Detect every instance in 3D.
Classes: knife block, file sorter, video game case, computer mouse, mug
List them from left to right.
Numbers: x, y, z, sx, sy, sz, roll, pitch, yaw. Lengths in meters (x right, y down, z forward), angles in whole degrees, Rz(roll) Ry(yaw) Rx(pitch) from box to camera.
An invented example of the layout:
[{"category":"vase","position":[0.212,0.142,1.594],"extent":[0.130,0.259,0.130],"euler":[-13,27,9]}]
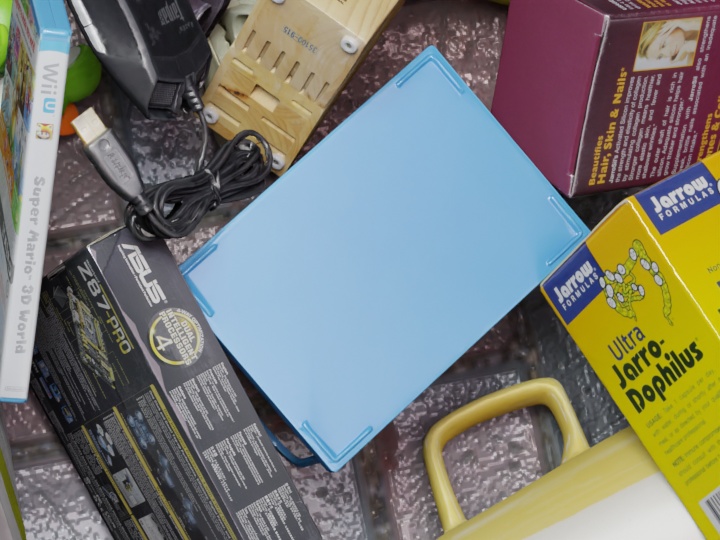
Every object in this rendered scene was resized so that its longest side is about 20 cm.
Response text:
[{"category":"video game case","position":[-0.175,-0.052,1.336],"extent":[0.018,0.143,0.201],"euler":[4,113,-13]},{"category":"computer mouse","position":[-0.128,-0.108,1.338],"extent":[0.201,0.046,0.140],"euler":[64,32,-13]},{"category":"knife block","position":[0.000,-0.168,1.426],"extent":[0.064,0.200,0.176],"euler":[35,52,0]},{"category":"file sorter","position":[0.000,0.000,1.456],"extent":[0.200,0.123,0.139],"euler":[-42,93,-15]},{"category":"mug","position":[0.109,0.176,1.469],"extent":[0.152,0.187,0.150],"euler":[-22,125,-6]}]

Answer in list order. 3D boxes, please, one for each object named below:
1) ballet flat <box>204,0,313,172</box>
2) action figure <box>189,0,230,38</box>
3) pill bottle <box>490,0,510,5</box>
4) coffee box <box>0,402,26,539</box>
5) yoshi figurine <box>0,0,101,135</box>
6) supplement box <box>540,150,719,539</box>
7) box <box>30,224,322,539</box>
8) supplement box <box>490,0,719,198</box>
[{"category":"ballet flat","position":[-0.071,-0.157,1.490],"extent":[0.069,0.069,0.201],"euler":[-17,87,-15]},{"category":"action figure","position":[-0.169,-0.189,1.432],"extent":[0.199,0.130,0.070],"euler":[33,118,4]},{"category":"pill bottle","position":[0.048,-0.223,1.502],"extent":[0.199,0.112,0.113],"euler":[13,80,-11]},{"category":"coffee box","position":[-0.286,0.071,1.296],"extent":[0.198,0.200,0.199],"euler":[-13,59,-5]},{"category":"yoshi figurine","position":[-0.235,-0.100,1.420],"extent":[0.112,0.112,0.200],"euler":[36,48,26]},{"category":"supplement box","position":[0.209,0.047,1.385],"extent":[0.108,0.110,0.201],"euler":[-26,76,-34]},{"category":"box","position":[-0.113,0.085,1.398],"extent":[0.049,0.161,0.201],"euler":[-28,88,-28]},{"category":"supplement box","position":[0.181,-0.119,1.481],"extent":[0.199,0.086,0.111],"euler":[-9,121,-34]}]
